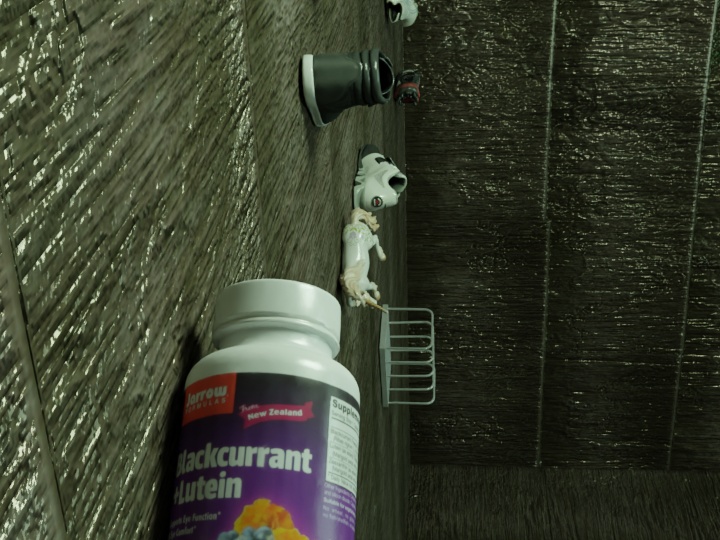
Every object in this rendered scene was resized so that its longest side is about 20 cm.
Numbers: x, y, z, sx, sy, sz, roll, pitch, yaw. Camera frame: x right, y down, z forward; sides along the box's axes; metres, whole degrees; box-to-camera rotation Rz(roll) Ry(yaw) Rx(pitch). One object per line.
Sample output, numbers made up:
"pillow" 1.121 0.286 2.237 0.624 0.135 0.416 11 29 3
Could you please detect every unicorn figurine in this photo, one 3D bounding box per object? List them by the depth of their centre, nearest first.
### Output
"unicorn figurine" 0.000 0.000 1.575 0.137 0.073 0.202 53 22 -66

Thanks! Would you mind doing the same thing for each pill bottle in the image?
"pill bottle" -0.056 0.113 0.644 0.112 0.110 0.202 80 11 -64

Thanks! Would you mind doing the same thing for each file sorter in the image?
"file sorter" 0.111 0.199 2.471 0.140 0.123 0.201 -85 173 -48

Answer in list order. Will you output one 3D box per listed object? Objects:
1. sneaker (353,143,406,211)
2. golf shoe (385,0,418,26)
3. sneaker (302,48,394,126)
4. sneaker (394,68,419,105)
"sneaker" 0.037 -0.157 1.830 0.201 0.087 0.075 -85 171 -56
"golf shoe" 0.087 -0.631 2.560 0.200 0.077 0.098 63 45 -67
"sneaker" -0.009 -0.209 1.235 0.200 0.098 0.072 8 80 -86
"sneaker" 0.129 -0.509 2.930 0.200 0.070 0.099 -58 148 -84
